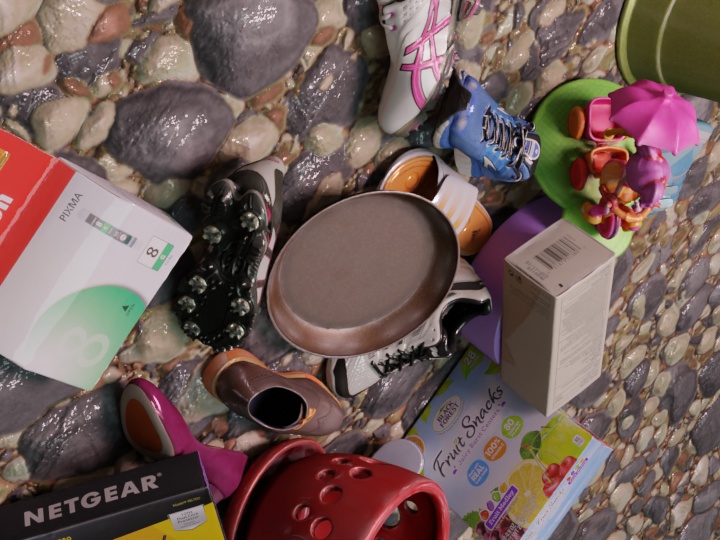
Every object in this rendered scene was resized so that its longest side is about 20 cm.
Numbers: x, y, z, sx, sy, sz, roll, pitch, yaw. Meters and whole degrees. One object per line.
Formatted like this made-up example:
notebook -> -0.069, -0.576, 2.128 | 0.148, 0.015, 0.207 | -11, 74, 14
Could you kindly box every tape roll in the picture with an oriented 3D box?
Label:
tape roll -> 0.203, 0.016, 1.334 | 0.200, 0.066, 0.201 | -31, 142, -28

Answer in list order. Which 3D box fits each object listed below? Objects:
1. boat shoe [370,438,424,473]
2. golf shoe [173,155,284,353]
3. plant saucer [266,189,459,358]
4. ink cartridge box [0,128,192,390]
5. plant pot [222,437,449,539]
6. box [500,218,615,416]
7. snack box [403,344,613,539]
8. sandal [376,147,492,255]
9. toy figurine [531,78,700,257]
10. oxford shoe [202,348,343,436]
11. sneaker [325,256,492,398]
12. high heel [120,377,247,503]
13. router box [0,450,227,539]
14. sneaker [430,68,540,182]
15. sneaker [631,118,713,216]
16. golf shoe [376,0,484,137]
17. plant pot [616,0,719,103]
boat shoe -> -0.003, 0.272, 1.335 | 0.200, 0.074, 0.065 | -37, 164, 2
golf shoe -> -0.105, -0.009, 1.026 | 0.088, 0.077, 0.200 | -55, 171, -49
plant saucer -> 0.000, 0.000, 1.135 | 0.200, 0.032, 0.201 | -13, 130, -16
ink cartridge box -> -0.249, -0.004, 0.917 | 0.161, 0.050, 0.200 | -56, 142, 3
plant pot -> -0.033, 0.282, 1.193 | 0.200, 0.182, 0.201 | -33, 130, -49
box -> 0.209, 0.054, 1.248 | 0.095, 0.078, 0.200 | -32, 142, -25
snack box -> 0.160, 0.211, 1.343 | 0.169, 0.200, 0.068 | -55, 140, 2
sandal -> 0.095, -0.060, 1.194 | 0.206, 0.059, 0.079 | 28, 97, -50
toy figurine -> 0.267, -0.111, 1.165 | 0.150, 0.184, 0.201 | 0, 88, -10
oxford shoe -> -0.074, 0.141, 1.168 | 0.200, 0.073, 0.071 | 27, 98, -50
sneaker -> 0.051, 0.070, 1.220 | 0.200, 0.088, 0.076 | -44, 143, 1
high heel -> -0.166, 0.153, 1.113 | 0.096, 0.067, 0.200 | -50, 145, -35
router box -> -0.227, 0.257, 1.074 | 0.199, 0.051, 0.150 | -16, 131, -8
sneaker -> 0.128, -0.133, 1.110 | 0.200, 0.089, 0.079 | 27, 80, -68
sneaker -> 0.329, -0.125, 1.356 | 0.200, 0.079, 0.131 | 1, 116, -43
golf shoe -> 0.049, -0.218, 1.041 | 0.092, 0.073, 0.200 | 16, 114, -15
plant pot -> 0.417, -0.254, 1.260 | 0.200, 0.190, 0.201 | -25, 132, -30
